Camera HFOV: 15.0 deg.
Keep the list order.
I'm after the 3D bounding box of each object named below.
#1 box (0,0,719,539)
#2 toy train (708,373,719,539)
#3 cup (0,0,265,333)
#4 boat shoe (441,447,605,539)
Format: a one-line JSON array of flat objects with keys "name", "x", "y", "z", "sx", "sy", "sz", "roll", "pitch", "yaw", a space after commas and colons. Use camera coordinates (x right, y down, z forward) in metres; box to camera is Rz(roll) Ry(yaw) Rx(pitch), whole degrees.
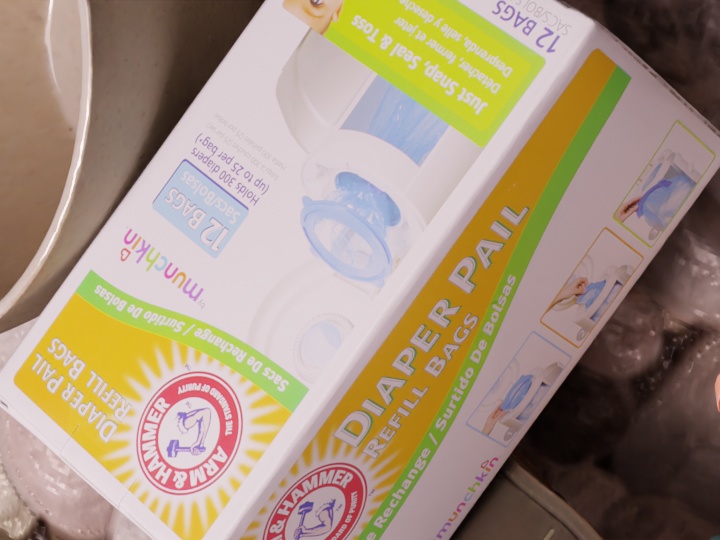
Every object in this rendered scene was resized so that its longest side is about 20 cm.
[{"name": "box", "x": 0.000, "y": 0.000, "z": 0.841, "sx": 0.112, "sy": 0.101, "sz": 0.200, "roll": 38, "pitch": 93, "yaw": 36}, {"name": "toy train", "x": 0.134, "y": 0.080, "z": 0.814, "sx": 0.056, "sy": 0.150, "sz": 0.200, "roll": 10, "pitch": 118, "yaw": -17}, {"name": "cup", "x": -0.114, "y": -0.076, "z": 0.918, "sx": 0.200, "sy": 0.143, "sz": 0.201, "roll": 5, "pitch": 99, "yaw": 37}, {"name": "boat shoe", "x": 0.053, "y": 0.102, "z": 0.871, "sx": 0.072, "sy": 0.068, "sz": 0.200, "roll": -38, "pitch": 46, "yaw": 9}]
